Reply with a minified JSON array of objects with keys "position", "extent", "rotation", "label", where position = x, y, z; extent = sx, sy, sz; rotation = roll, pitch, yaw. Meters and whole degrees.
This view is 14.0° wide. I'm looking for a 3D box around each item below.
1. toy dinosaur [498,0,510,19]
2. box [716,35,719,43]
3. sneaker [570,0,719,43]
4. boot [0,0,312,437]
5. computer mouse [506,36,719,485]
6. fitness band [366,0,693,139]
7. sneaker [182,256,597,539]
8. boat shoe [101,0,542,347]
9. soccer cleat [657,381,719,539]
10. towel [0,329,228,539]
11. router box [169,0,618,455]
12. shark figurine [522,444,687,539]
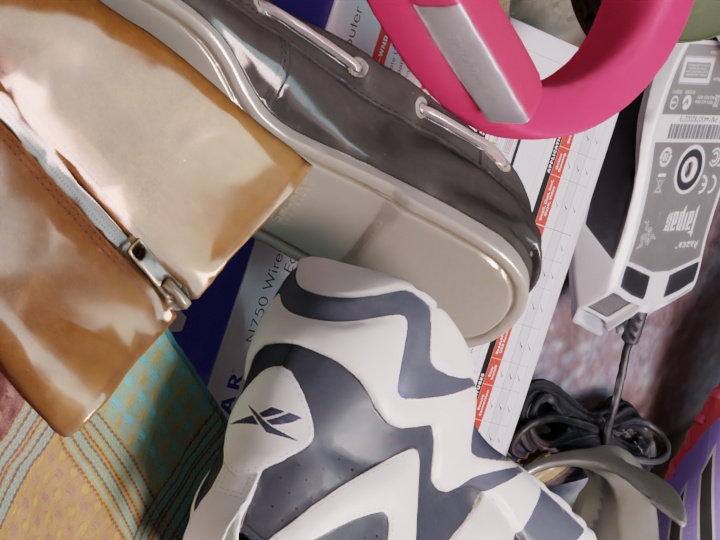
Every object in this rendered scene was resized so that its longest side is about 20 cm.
[{"position":[0.043,-0.181,0.941],"extent":[0.101,0.058,0.201],"rotation":[10,83,-37],"label":"toy dinosaur"},{"position":[0.214,-0.157,1.112],"extent":[0.035,0.110,0.200],"rotation":[52,47,-28],"label":"box"},{"position":[0.119,-0.178,1.023],"extent":[0.090,0.067,0.201],"rotation":[-8,108,-18],"label":"sneaker"},{"position":[-0.083,-0.087,0.762],"extent":[0.200,0.068,0.188],"rotation":[43,68,-19],"label":"boot"},{"position":[0.103,-0.014,1.132],"extent":[0.110,0.044,0.201],"rotation":[0,109,-51],"label":"computer mouse"},{"position":[0.046,-0.131,0.899],"extent":[0.144,0.037,0.200],"rotation":[-58,134,-32],"label":"fitness band"},{"position":[0.004,0.105,0.896],"extent":[0.130,0.079,0.199],"rotation":[-57,144,-25],"label":"sneaker"},{"position":[-0.030,-0.048,0.887],"extent":[0.200,0.067,0.057],"rotation":[34,36,-15],"label":"boat shoe"},{"position":[0.159,0.077,1.200],"extent":[0.200,0.073,0.068],"rotation":[-46,175,21],"label":"soccer cleat"},{"position":[-0.075,0.087,0.850],"extent":[0.200,0.022,0.147],"rotation":[62,40,-46],"label":"towel"},{"position":[0.000,0.000,0.998],"extent":[0.179,0.049,0.201],"rotation":[18,91,-53],"label":"router box"},{"position":[0.105,0.125,1.124],"extent":[0.128,0.089,0.215],"rotation":[-43,155,-40],"label":"shark figurine"}]
